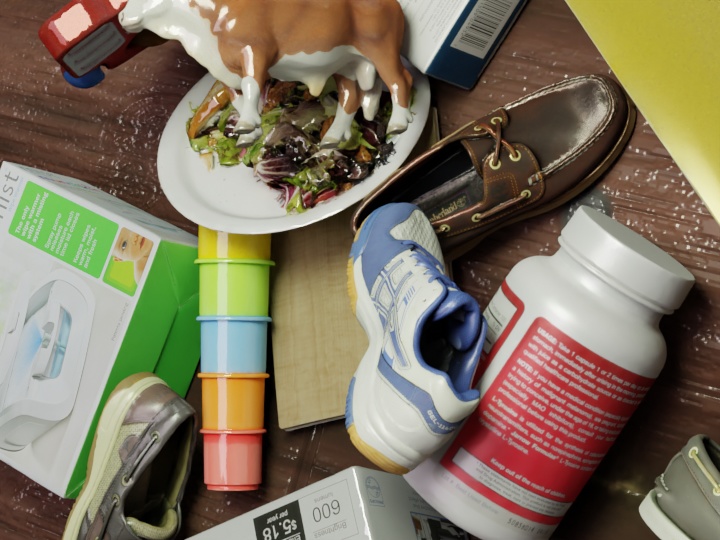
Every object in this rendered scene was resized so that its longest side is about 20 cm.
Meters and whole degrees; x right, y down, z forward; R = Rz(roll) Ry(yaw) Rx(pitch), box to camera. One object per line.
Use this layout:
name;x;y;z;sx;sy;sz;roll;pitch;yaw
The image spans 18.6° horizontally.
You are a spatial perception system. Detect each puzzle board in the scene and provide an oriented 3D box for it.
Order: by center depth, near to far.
puzzle board;0.000;0.000;1.523;0.150;0.017;0.201;-15;72;32

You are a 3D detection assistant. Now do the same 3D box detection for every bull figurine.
bull figurine;-0.054;-0.142;1.413;0.065;0.200;0.122;-24;71;60

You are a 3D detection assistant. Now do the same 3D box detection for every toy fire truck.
toy fire truck;-0.144;-0.191;1.520;0.168;0.200;0.112;-36;90;-3

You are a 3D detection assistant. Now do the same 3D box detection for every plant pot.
plant pot;0.260;-0.111;1.259;0.176;0.200;0.200;-37;61;12

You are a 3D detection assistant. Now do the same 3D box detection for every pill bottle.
pill bottle;0.117;0.065;1.364;0.112;0.112;0.200;41;104;34

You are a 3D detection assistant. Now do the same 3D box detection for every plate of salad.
plate of salad;-0.050;-0.106;1.514;0.200;0.048;0.200;-12;45;12

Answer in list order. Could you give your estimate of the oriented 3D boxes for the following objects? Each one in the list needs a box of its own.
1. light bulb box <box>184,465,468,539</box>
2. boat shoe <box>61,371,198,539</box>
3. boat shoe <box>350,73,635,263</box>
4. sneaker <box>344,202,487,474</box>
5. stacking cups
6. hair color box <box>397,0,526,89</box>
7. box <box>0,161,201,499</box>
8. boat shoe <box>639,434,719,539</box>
light bulb box;-0.023;0.257;1.417;0.198;0.125;0.200;-27;65;29
boat shoe;-0.161;0.173;1.548;0.065;0.073;0.201;28;115;38
boat shoe;0.085;-0.064;1.433;0.200;0.070;0.070;-36;59;15
sneaker;0.044;0.029;1.341;0.088;0.075;0.200;-38;38;35
stacking cups;-0.092;0.053;1.540;0.060;0.060;0.201;2;89;36
hair color box;0.023;-0.221;1.524;0.200;0.060;0.100;42;107;34
box;-0.210;0.045;1.617;0.176;0.097;0.200;26;97;34
boat shoe;0.247;0.171;1.274;0.202;0.072;0.060;41;109;38
